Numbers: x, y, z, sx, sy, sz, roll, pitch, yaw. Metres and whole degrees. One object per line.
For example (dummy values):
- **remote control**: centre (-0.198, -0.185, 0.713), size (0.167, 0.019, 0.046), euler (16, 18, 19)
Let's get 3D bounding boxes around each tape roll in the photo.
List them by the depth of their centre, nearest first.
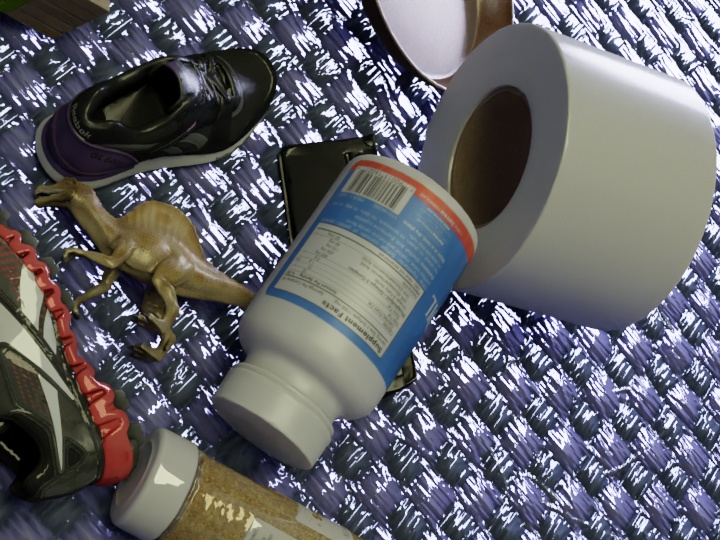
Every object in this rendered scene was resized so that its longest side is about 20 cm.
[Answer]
- **tape roll**: centre (0.149, -0.068, 1.172), size (0.138, 0.202, 0.205), euler (15, 63, -26)

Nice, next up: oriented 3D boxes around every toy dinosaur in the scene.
- **toy dinosaur**: centre (-0.130, 0.004, 1.050), size (0.199, 0.058, 0.102), euler (29, 56, -20)

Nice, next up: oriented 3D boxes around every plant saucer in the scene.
- **plant saucer**: centre (0.054, -0.236, 1.253), size (0.199, 0.034, 0.202), euler (16, 69, -49)

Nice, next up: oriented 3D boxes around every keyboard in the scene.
- **keyboard**: centre (0.000, 0.000, 1.161), size (0.103, 0.040, 0.202), euler (-6, 74, -10)

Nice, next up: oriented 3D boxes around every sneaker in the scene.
- **sneaker**: centre (-0.217, 0.054, 0.963), size (0.098, 0.071, 0.202), euler (-27, 88, -40)
- **sneaker**: centre (-0.122, -0.115, 1.085), size (0.199, 0.087, 0.076), euler (-29, 87, -38)

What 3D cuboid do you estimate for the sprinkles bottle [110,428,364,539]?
- **sprinkles bottle**: centre (-0.062, 0.176, 1.016), size (0.199, 0.068, 0.069), euler (31, 56, -19)

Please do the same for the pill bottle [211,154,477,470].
- **pill bottle**: centre (-0.014, 0.030, 1.069), size (0.112, 0.112, 0.201), euler (39, 71, -13)

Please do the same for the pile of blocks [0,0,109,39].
- **pile of blocks**: centre (-0.263, -0.214, 1.038), size (0.198, 0.082, 0.063), euler (9, 66, -30)
